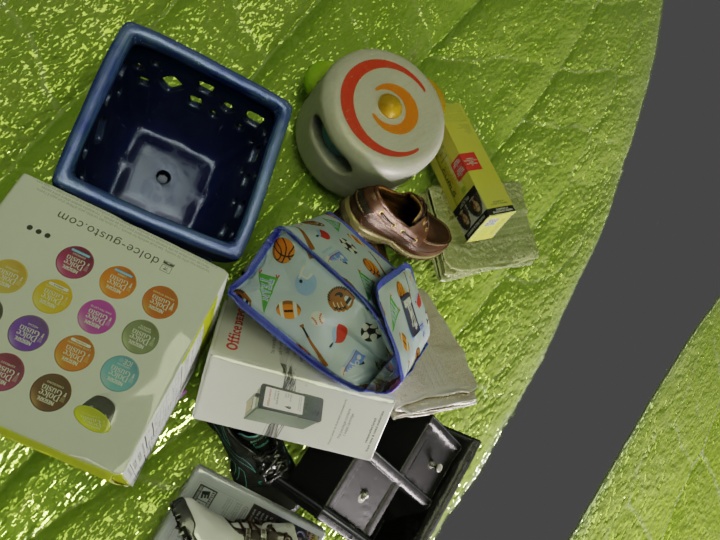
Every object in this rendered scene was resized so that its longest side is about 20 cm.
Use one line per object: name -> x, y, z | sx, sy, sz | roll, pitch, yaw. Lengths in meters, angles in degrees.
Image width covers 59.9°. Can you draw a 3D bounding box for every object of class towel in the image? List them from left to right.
towel -> 0.065, 0.103, 0.835 | 0.132, 0.034, 0.200 | -5, 47, -26
towel -> 0.183, -0.067, 0.975 | 0.200, 0.036, 0.149 | -11, 85, -25

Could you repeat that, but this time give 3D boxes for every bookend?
bookend -> 0.030, 0.240, 0.777 | 0.200, 0.092, 0.199 | -55, 128, -21

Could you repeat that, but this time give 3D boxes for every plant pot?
plant pot -> -0.216, -0.121, 0.720 | 0.200, 0.180, 0.200 | 23, 72, -19

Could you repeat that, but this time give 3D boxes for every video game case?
video game case -> -0.165, 0.356, 0.729 | 0.182, 0.023, 0.200 | 34, 79, -16

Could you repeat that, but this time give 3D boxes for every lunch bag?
lunch bag -> -0.012, 0.035, 0.693 | 0.200, 0.170, 0.124 | 42, 109, 6

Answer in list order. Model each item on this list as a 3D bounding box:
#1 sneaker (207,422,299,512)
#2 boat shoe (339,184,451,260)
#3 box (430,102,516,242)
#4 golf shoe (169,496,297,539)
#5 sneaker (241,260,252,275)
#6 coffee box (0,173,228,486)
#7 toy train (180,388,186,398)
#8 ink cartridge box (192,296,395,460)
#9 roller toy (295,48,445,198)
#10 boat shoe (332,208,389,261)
sneaker -> -0.126, 0.219, 0.751 | 0.075, 0.079, 0.200 | -37, 106, -24
boat shoe -> 0.063, -0.065, 0.838 | 0.200, 0.068, 0.072 | 15, 52, -44
box -> 0.152, -0.146, 0.919 | 0.050, 0.075, 0.200 | -10, 66, -25
golf shoe -> -0.126, 0.302, 0.696 | 0.094, 0.078, 0.200 | -44, 113, -17
sneaker -> -0.059, 0.047, 0.822 | 0.085, 0.073, 0.200 | -45, 99, -22
coffee box -> -0.265, 0.073, 0.597 | 0.200, 0.200, 0.198 | 26, 64, -7
toy train -> -0.278, 0.097, 0.727 | 0.200, 0.056, 0.150 | -13, 74, -22
ink cartridge box -> -0.074, 0.118, 0.708 | 0.200, 0.146, 0.084 | 17, 108, -11
roller toy -> 0.017, -0.198, 0.857 | 0.200, 0.140, 0.183 | 15, 72, -21
boat shoe -> 0.000, 0.000, 0.845 | 0.072, 0.072, 0.200 | 29, 42, -64
